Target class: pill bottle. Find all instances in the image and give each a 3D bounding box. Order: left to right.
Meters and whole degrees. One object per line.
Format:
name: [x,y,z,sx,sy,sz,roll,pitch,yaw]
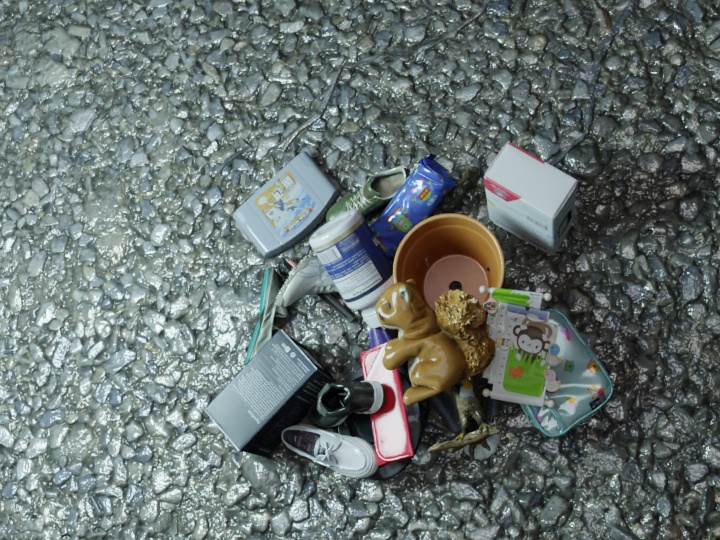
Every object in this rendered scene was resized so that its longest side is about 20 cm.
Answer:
pill bottle: [0.000,0.000,1.616,0.110,0.111,0.202,-31,103,2]

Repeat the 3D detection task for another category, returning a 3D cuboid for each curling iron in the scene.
curling iron: [-0.090,0.039,1.710,0.198,0.025,0.050,34,105,14]

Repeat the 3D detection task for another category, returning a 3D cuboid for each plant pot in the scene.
plant pot: [0.165,0.016,1.597,0.196,0.140,0.204,-3,74,11]

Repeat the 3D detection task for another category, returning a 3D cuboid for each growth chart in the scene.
growth chart: [0.271,0.129,1.489,0.141,0.018,0.205,1,88,0]

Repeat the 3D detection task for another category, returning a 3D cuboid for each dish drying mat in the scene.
dish drying mat: [0.044,0.230,1.534,0.076,0.018,0.204,-23,65,30]

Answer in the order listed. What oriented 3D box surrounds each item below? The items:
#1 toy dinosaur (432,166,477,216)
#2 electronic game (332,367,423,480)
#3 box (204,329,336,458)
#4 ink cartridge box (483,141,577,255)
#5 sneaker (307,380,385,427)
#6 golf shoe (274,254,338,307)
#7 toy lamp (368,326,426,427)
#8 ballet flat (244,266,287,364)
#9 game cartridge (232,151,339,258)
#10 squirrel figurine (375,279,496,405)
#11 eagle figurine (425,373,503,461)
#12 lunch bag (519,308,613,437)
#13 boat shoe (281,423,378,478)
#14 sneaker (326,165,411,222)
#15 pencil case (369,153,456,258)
toy dinosaur: [0.149,-0.130,1.692,0.087,0.047,0.202,31,87,12]
electronic game: [0.028,0.271,1.580,0.197,0.041,0.205,-8,76,37]
box: [-0.160,0.228,1.607,0.107,0.149,0.200,43,87,20]
ink cartridge box: [0.304,-0.124,1.572,0.146,0.200,0.086,32,83,18]
sneaker: [-0.049,0.232,1.552,0.199,0.089,0.068,-26,61,47]
golf shoe: [-0.073,0.014,1.664,0.097,0.078,0.200,44,67,7]
toy lamp: [0.062,0.198,1.615,0.057,0.058,0.203,-20,72,6]
ballet flat: [-0.173,0.097,1.700,0.062,0.067,0.204,14,78,-12]
game cartridge: [-0.144,-0.127,1.760,0.199,0.042,0.133,-42,66,-1]
squirrel figurine: [0.121,0.097,1.457,0.197,0.141,0.190,-24,87,18]
eagle figurine: [0.185,0.221,1.561,0.149,0.152,0.202,15,38,-23]
lunch bag: [0.332,0.183,1.534,0.159,0.077,0.202,-34,80,-3]
boat shoe: [-0.058,0.316,1.569,0.198,0.068,0.073,20,93,38]
sneaker: [0.016,-0.146,1.700,0.197,0.090,0.068,-25,72,5]
pencil case: [0.092,-0.120,1.646,0.086,0.078,0.201,31,110,-20]
